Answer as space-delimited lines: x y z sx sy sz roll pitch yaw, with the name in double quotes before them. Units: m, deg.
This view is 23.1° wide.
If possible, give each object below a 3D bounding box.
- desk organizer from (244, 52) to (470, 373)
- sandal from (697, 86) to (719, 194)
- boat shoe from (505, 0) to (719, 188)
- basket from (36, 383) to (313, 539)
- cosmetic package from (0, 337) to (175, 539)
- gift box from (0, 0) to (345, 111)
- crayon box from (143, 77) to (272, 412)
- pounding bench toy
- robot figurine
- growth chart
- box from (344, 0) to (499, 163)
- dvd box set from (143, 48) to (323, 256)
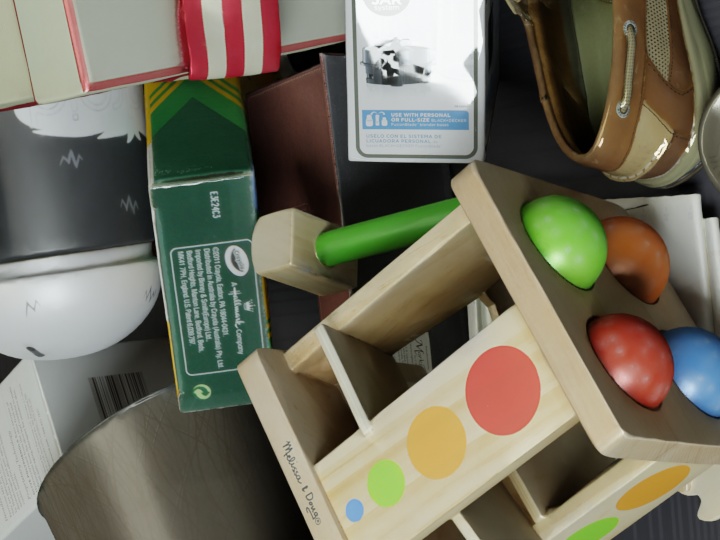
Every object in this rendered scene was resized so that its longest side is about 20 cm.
"desk organizer" 0.000 0.000 0.876 0.077 0.071 0.202 -14 82 53
"sandal" 0.189 -0.024 0.639 0.200 0.054 0.082 46 110 43
"boat shoe" 0.096 -0.133 0.743 0.075 0.073 0.202 -31 69 47
"basket" -0.072 0.183 0.932 0.201 0.135 0.181 63 151 21
"cosmetic package" -0.189 0.123 1.091 0.200 0.107 0.085 -44 60 45
"gift box" -0.108 -0.169 0.767 0.186 0.199 0.186 -4 105 44
"crayon box" -0.079 -0.038 0.897 0.201 0.051 0.127 -105 10 -58
"pounding bench toy" 0.047 0.020 0.727 0.156 0.124 0.201 -41 61 26
"robot figurine" -0.176 -0.052 0.967 0.125 0.149 0.202 -3 96 64
"growth chart" 0.111 0.031 0.782 0.199 0.018 0.146 6 97 51
"box" 0.028 -0.159 0.757 0.060 0.117 0.202 1 113 8
"dvd box set" -0.099 -0.107 1.024 0.200 0.029 0.147 -48 57 42
